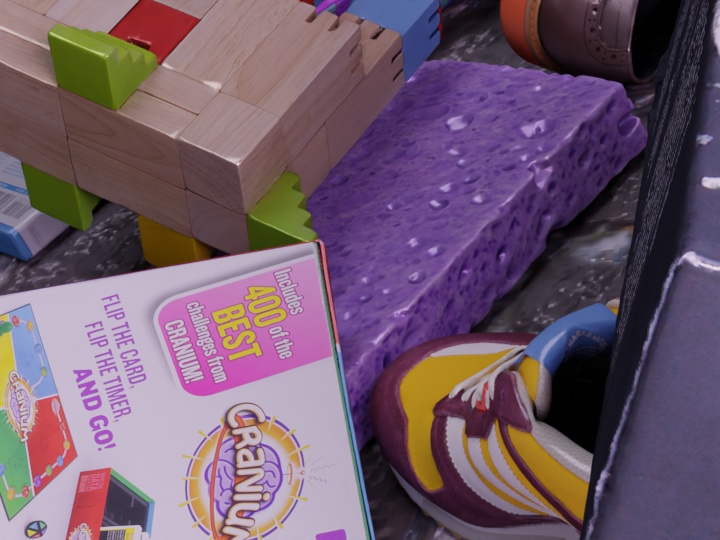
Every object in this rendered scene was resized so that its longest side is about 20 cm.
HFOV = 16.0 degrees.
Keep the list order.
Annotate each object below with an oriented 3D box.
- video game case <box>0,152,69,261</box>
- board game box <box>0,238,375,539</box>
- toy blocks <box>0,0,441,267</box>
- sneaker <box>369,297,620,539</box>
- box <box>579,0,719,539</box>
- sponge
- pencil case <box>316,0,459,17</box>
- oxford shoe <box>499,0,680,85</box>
[{"bbox_3d":[-0.110,-0.085,1.110,0.200,0.018,0.143,-43,33,-22],"label":"video game case"},{"bbox_3d":[-0.097,0.072,0.765,0.200,0.040,0.153,-9,46,-1],"label":"board game box"},{"bbox_3d":[-0.065,-0.091,0.916,0.200,0.100,0.137,24,55,23],"label":"toy blocks"},{"bbox_3d":[0.062,0.039,0.723,0.075,0.090,0.200,-41,34,-20],"label":"sneaker"},{"bbox_3d":[0.164,0.003,0.590,0.200,0.124,0.197,13,42,3],"label":"box"},{"bbox_3d":[0.000,0.000,0.888,0.111,0.030,0.200,12,51,48],"label":"sponge"},{"bbox_3d":[-0.013,-0.117,1.016,0.200,0.085,0.092,-35,16,-11],"label":"pencil case"},{"bbox_3d":[0.141,-0.145,0.947,0.200,0.071,0.073,-52,42,-7],"label":"oxford shoe"}]
